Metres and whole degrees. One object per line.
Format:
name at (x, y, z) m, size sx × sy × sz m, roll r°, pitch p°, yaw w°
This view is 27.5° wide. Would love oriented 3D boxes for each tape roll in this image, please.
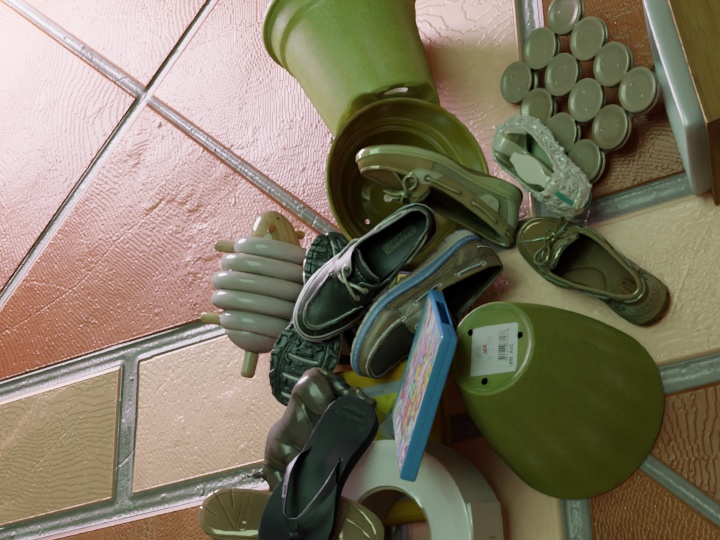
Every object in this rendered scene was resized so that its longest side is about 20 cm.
tape roll at (0.046, 0.275, 1.512) m, size 0.201 × 0.071 × 0.204 m, roll -6°, pitch 79°, yaw 34°

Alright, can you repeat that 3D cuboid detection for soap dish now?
soap dish at (0.352, -0.192, 1.508) m, size 0.081 × 0.158 × 0.201 m, roll -14°, pitch 59°, yaw 10°

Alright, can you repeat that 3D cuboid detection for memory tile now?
memory tile at (0.242, -0.204, 1.643) m, size 0.154 × 0.017 × 0.200 m, roll -56°, pitch 47°, yaw 27°

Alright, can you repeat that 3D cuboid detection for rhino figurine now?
rhino figurine at (-0.064, 0.192, 1.609) m, size 0.087 × 0.060 × 0.201 m, roll 41°, pitch 118°, yaw 22°

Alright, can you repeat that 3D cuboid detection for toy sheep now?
toy sheep at (-0.118, 0.028, 1.745) m, size 0.137 × 0.138 × 0.201 m, roll 5°, pitch 86°, yaw 36°

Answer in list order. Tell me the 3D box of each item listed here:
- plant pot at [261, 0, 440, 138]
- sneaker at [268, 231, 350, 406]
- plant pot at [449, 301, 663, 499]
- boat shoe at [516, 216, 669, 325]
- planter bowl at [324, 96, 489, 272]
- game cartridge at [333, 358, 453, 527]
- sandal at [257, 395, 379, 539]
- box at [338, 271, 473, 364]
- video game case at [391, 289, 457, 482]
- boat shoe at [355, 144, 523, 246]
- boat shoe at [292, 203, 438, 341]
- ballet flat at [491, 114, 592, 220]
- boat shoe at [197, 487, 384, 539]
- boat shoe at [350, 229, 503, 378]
plant pot at (0.004, -0.243, 1.746) m, size 0.200 × 0.200 × 0.185 m, roll -35°, pitch 56°, yaw 17°
sneaker at (-0.046, 0.060, 1.660) m, size 0.074 × 0.079 × 0.201 m, roll 17°, pitch 80°, yaw 7°
plant pot at (0.175, 0.108, 1.449) m, size 0.186 × 0.200 × 0.188 m, roll -16°, pitch 60°, yaw 28°
boat shoe at (0.237, -0.011, 1.553) m, size 0.200 × 0.063 × 0.074 m, roll 30°, pitch 87°, yaw 41°
planter bowl at (0.043, -0.090, 1.686) m, size 0.083 × 0.199 × 0.202 m, roll 151°, pitch 137°, yaw -69°
game cartridge at (0.009, 0.194, 1.613) m, size 0.199 × 0.032 × 0.177 m, roll -14°, pitch 72°, yaw 29°
sandal at (-0.048, 0.210, 1.474) m, size 0.076 × 0.043 × 0.201 m, roll 14°, pitch 63°, yaw 21°
box at (0.033, 0.053, 1.683) m, size 0.199 × 0.035 × 0.111 m, roll -1°, pitch 67°, yaw 35°
video game case at (0.061, 0.108, 1.451) m, size 0.018 × 0.200 × 0.144 m, roll 15°, pitch 101°, yaw -4°
boat shoe at (0.086, -0.084, 1.619) m, size 0.073 × 0.200 × 0.064 m, roll -24°, pitch 51°, yaw 60°
boat shoe at (0.000, 0.000, 1.583) m, size 0.200 × 0.064 × 0.071 m, roll -45°, pitch 86°, yaw 7°
ballet flat at (0.185, -0.125, 1.612) m, size 0.072 × 0.072 × 0.200 m, roll -48°, pitch 36°, yaw 6°
boat shoe at (-0.067, 0.268, 1.509) m, size 0.199 × 0.065 × 0.072 m, roll 3°, pitch 60°, yaw 16°
boat shoe at (0.072, 0.043, 1.578) m, size 0.200 × 0.072 × 0.072 m, roll -49°, pitch 49°, yaw -6°
